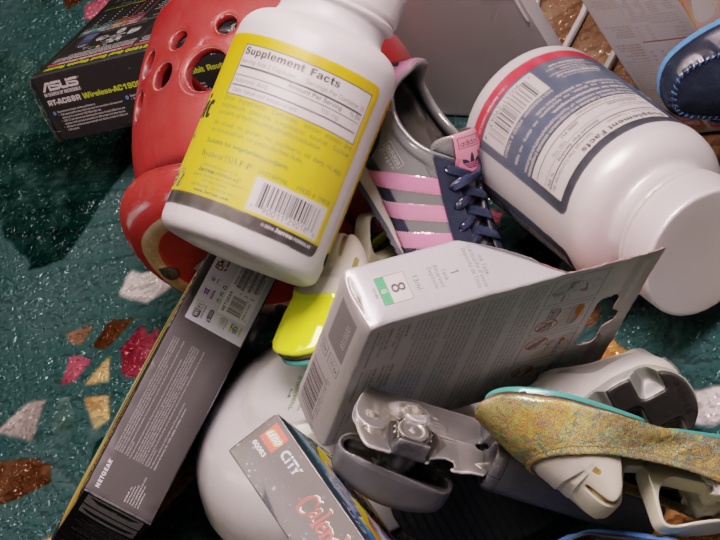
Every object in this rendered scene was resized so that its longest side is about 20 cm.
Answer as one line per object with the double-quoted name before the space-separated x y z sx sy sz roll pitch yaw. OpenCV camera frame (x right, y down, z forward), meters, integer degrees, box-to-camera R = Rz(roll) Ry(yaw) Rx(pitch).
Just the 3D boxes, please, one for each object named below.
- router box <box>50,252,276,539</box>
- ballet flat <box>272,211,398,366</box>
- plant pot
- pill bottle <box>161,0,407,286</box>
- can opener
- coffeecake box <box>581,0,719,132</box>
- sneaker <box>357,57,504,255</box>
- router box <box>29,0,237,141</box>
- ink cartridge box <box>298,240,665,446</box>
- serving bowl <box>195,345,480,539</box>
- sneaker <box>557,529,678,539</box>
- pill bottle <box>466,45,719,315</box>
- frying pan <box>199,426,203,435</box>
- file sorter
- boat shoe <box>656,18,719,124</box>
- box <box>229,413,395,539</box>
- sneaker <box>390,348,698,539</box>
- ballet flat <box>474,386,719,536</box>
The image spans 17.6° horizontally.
"router box" -0.135 0.096 1.595 0.201 0.052 0.157 -64 5 -25
"ballet flat" 0.000 0.000 1.564 0.067 0.067 0.200 1 19 35
"plant pot" -0.073 -0.082 1.661 0.200 0.200 0.183 -5 55 32
"pill bottle" -0.043 -0.100 1.502 0.111 0.111 0.201 17 82 43
"can opener" 0.082 0.123 1.396 0.053 0.199 0.067 -89 22 -54
"coffeecake box" 0.216 -0.213 1.564 0.073 0.200 0.154 -2 54 34
"sneaker" 0.058 -0.049 1.549 0.082 0.200 0.070 -39 -8 39
"router box" -0.143 -0.178 1.857 0.199 0.062 0.150 -10 26 30
"ink cartridge box" 0.070 0.032 1.429 0.199 0.161 0.050 -16 65 -21
"serving bowl" -0.023 0.097 1.537 0.199 0.066 0.201 -16 35 12
"sneaker" 0.115 0.182 1.390 0.199 0.078 0.066 -7 53 33
"pill bottle" 0.166 -0.056 1.525 0.120 0.120 0.200 -42 42 -3
"frying pan" -0.059 0.160 1.559 0.189 0.031 0.115 2 46 40
"file sorter" 0.084 -0.202 1.698 0.199 0.139 0.125 6 56 38
"boat shoe" 0.292 -0.134 1.494 0.199 0.084 0.069 -16 42 -4
"box" 0.009 0.185 1.364 0.038 0.137 0.200 -38 67 3
"sneaker" 0.110 0.109 1.460 0.199 0.074 0.089 -23 20 0
"ballet flat" 0.160 0.117 1.349 0.071 0.199 0.071 -167 90 -71
